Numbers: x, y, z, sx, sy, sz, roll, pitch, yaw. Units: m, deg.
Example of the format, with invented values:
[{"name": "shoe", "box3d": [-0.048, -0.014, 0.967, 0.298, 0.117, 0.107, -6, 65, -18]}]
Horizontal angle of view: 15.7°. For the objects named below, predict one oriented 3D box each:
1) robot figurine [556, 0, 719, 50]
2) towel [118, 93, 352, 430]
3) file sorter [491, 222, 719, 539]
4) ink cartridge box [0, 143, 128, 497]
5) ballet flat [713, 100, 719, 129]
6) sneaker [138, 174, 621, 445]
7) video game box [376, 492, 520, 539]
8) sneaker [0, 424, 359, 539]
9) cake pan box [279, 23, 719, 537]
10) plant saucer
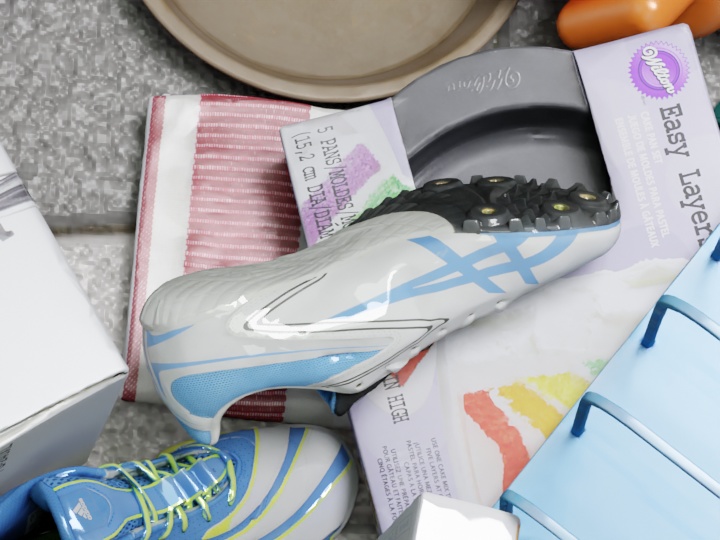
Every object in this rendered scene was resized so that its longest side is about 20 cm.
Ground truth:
[{"name": "robot figurine", "box3d": [0.151, -0.181, 1.172, 0.144, 0.117, 0.200, 33, 61, 14]}, {"name": "towel", "box3d": [0.000, 0.000, 1.143, 0.200, 0.023, 0.144, 6, 74, -7]}, {"name": "file sorter", "box3d": [0.162, 0.058, 0.995, 0.139, 0.123, 0.200, 38, 82, 8]}, {"name": "ink cartridge box", "box3d": [-0.180, -0.004, 1.044, 0.083, 0.145, 0.200, -27, 79, -20]}, {"name": "ballet flat", "box3d": [0.180, -0.046, 1.178, 0.200, 0.067, 0.062, -48, 111, -15]}, {"name": "sneaker", "box3d": [0.011, 0.013, 1.050, 0.200, 0.072, 0.073, -18, 111, -6]}, {"name": "video game box", "box3d": [0.005, 0.202, 0.996, 0.047, 0.182, 0.200, 14, 71, -9]}, {"name": "sneaker", "box3d": [-0.086, 0.108, 1.048, 0.200, 0.105, 0.076, -23, 79, -16]}, {"name": "cake pan box", "box3d": [0.075, 0.007, 1.099, 0.184, 0.052, 0.200, -13, 76, -1]}, {"name": "plant saucer", "box3d": [-0.018, -0.166, 1.186, 0.200, 0.029, 0.200, 3, 72, -10]}]
